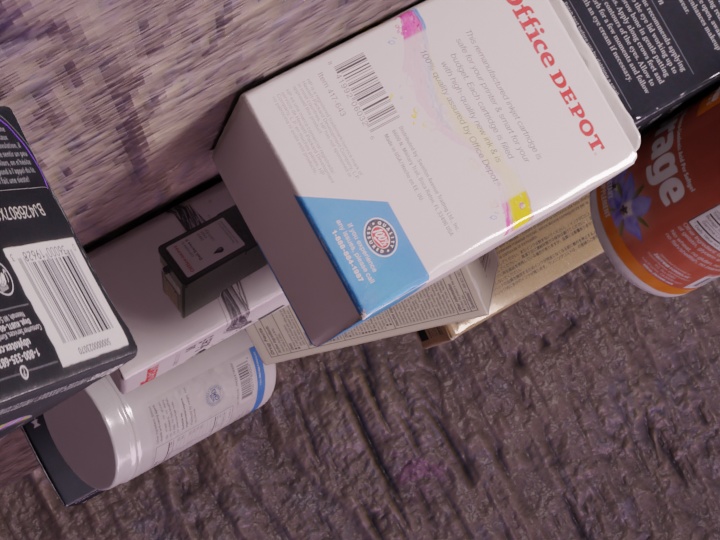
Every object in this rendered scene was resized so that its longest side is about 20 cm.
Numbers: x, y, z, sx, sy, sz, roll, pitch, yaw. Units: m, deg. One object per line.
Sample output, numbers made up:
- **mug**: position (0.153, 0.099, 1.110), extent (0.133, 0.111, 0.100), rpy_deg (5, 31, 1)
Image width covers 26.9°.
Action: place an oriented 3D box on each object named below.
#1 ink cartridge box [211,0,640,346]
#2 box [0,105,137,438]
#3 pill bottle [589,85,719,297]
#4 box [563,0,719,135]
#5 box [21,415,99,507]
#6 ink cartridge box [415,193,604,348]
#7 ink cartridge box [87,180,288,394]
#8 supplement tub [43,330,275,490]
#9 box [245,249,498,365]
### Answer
- **ink cartridge box**: position (0.040, -0.066, 0.820), extent (0.199, 0.129, 0.125), rpy_deg (-28, 177, -17)
- **box**: position (-0.198, 0.038, 0.516), extent (0.199, 0.107, 0.122), rpy_deg (-30, 176, 16)
- **pill bottle**: position (0.255, -0.068, 0.994), extent (0.112, 0.113, 0.200), rpy_deg (-26, 175, -42)
- **box**: position (0.209, -0.163, 1.035), extent (0.199, 0.105, 0.148), rpy_deg (-30, 176, -5)
- **box**: position (-0.291, 0.186, 1.821), extent (0.199, 0.125, 0.197), rpy_deg (-29, 175, -9)
- **ink cartridge box**: position (0.107, -0.052, 1.300), extent (0.199, 0.166, 0.075), rpy_deg (-28, 180, -20)
- **ink cartridge box**: position (-0.092, -0.003, 1.001), extent (0.199, 0.085, 0.146), rpy_deg (-29, 177, -12)
- **supplement tub**: position (-0.192, 0.110, 1.450), extent (0.199, 0.133, 0.132), rpy_deg (-26, 175, -36)
- **box**: position (0.000, 0.000, 1.194), extent (0.198, 0.096, 0.078), rpy_deg (-12, -149, 21)
